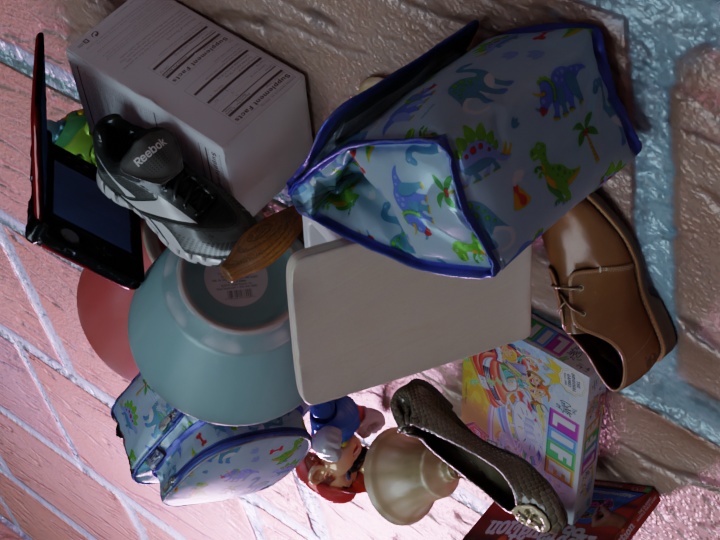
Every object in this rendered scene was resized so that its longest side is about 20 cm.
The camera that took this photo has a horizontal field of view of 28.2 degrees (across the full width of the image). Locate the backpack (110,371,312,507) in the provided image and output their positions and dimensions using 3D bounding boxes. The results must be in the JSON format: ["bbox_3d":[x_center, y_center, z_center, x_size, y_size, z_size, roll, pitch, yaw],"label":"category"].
[{"bbox_3d":[-0.130,0.138,1.442,0.200,0.182,0.148,-52,54,36],"label":"backpack"}]

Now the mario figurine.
[{"bbox_3d":[-0.011,0.173,1.556,0.106,0.123,0.201,44,145,45],"label":"mario figurine"}]

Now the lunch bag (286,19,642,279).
[{"bbox_3d":[0.063,-0.090,1.003,0.199,0.170,0.128,5,125,54],"label":"lunch bag"}]

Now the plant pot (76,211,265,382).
[{"bbox_3d":[-0.183,0.005,1.511,0.200,0.200,0.177,44,144,2],"label":"plant pot"}]

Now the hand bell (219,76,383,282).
[{"bbox_3d":[-0.035,-0.058,1.153,0.104,0.200,0.104,41,156,23],"label":"hand bell"}]

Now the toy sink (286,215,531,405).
[{"bbox_3d":[0.021,-0.001,1.105,0.112,0.198,0.131,-134,33,-52],"label":"toy sink"}]

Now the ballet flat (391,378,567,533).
[{"bbox_3d":[0.105,0.178,1.326,0.200,0.046,0.068,41,144,16],"label":"ballet flat"}]

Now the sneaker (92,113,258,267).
[{"bbox_3d":[-0.165,-0.073,1.233,0.199,0.066,0.091,33,154,29],"label":"sneaker"}]

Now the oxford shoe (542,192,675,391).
[{"bbox_3d":[0.174,0.007,1.101,0.071,0.071,0.201,0,128,58],"label":"oxford shoe"}]

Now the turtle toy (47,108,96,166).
[{"bbox_3d":[-0.293,-0.113,1.559,0.102,0.145,0.200,60,158,20],"label":"turtle toy"}]

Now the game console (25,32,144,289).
[{"bbox_3d":[-0.256,-0.104,1.345,0.172,0.119,0.200,28,-159,-24],"label":"game console"}]

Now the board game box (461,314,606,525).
[{"bbox_3d":[0.154,0.126,1.306,0.134,0.034,0.201,29,140,30],"label":"board game box"}]

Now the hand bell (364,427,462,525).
[{"bbox_3d":[0.106,0.203,1.473,0.199,0.104,0.104,-16,116,48],"label":"hand bell"}]

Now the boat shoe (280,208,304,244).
[{"bbox_3d":[-0.032,0.030,1.439,0.201,0.066,0.074,54,153,-16],"label":"boat shoe"}]

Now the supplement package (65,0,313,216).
[{"bbox_3d":[-0.152,-0.150,1.306,0.199,0.110,0.114,33,151,25],"label":"supplement package"}]

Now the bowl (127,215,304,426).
[{"bbox_3d":[-0.112,0.029,1.312,0.200,0.201,0.105,40,152,11],"label":"bowl"}]

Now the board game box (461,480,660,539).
[{"bbox_3d":[0.188,0.242,1.380,0.020,0.103,0.199,53,153,-19],"label":"board game box"}]
